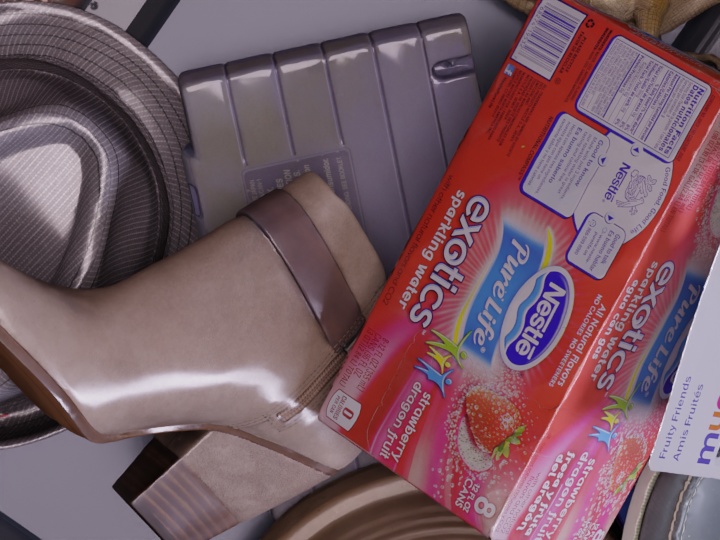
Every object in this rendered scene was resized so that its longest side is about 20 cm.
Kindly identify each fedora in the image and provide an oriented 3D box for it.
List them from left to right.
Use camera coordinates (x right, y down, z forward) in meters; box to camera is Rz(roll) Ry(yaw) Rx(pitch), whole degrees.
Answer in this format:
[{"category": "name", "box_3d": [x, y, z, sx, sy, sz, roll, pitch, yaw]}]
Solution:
[{"category": "fedora", "box_3d": [-0.152, -0.016, 1.213, 0.200, 0.090, 0.177, -41, 95, 0]}]

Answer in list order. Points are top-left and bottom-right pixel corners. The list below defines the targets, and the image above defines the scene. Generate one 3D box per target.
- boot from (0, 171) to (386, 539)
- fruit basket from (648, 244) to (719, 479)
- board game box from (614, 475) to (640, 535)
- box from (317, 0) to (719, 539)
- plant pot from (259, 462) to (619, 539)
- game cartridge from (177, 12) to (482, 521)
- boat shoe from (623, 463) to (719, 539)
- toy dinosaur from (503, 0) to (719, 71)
[{"category": "boot", "box_3d": [-0.066, 0.016, 1.166, 0.146, 0.070, 0.200, -44, 126, -8]}, {"category": "fruit basket", "box_3d": [0.207, 0.003, 1.144, 0.093, 0.200, 0.186, 24, 98, 38]}, {"category": "board game box", "box_3d": [0.180, 0.096, 1.263, 0.134, 0.045, 0.201, -28, 95, -1]}, {"category": "box", "box_3d": [0.084, 0.003, 1.160, 0.100, 0.095, 0.201, 32, 98, 33]}, {"category": "plant pot", "box_3d": [0.037, 0.185, 1.224, 0.200, 0.093, 0.202, -1, 102, -7]}, {"category": "game cartridge", "box_3d": [0.000, 0.000, 1.236, 0.129, 0.038, 0.201, -10, 107, 2]}, {"category": "boat shoe", "box_3d": [0.151, 0.166, 1.195, 0.073, 0.062, 0.201, -6, 99, -35]}, {"category": "toy dinosaur", "box_3d": [0.090, -0.114, 1.248, 0.199, 0.058, 0.102, 5, 80, -3]}]
